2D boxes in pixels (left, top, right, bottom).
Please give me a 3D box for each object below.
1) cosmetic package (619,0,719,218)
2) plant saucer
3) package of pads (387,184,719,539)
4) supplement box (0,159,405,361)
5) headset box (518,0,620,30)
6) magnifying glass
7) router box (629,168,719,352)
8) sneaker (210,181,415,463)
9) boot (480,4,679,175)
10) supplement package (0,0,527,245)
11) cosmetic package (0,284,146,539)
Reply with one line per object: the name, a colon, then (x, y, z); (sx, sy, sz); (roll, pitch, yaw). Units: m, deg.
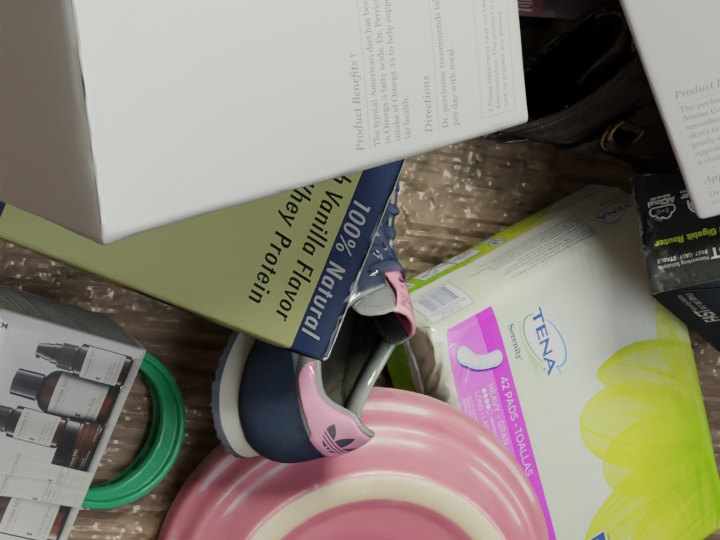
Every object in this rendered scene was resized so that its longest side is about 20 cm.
cosmetic package: (0.168, -0.129, 1.302); (0.101, 0.074, 0.201); (-15, 123, 11)
plant saucer: (-0.001, 0.157, 1.413); (0.199, 0.051, 0.202); (-5, 111, -12)
package of pads: (0.103, 0.073, 1.491); (0.154, 0.068, 0.201); (-28, 117, -25)
supplement box: (-0.088, -0.094, 1.277); (0.199, 0.134, 0.201); (22, 90, -35)
headset box: (0.111, -0.202, 1.375); (0.148, 0.075, 0.201); (0, 126, -44)
magnifying glass: (-0.164, 0.052, 1.337); (0.200, 0.022, 0.080); (26, 88, -38)
router box: (0.232, -0.013, 1.455); (0.200, 0.149, 0.062); (32, 48, -67)
sneaker: (0.000, 0.000, 1.368); (0.070, 0.082, 0.201); (41, 59, -49)
boot: (0.175, -0.096, 1.427); (0.200, 0.069, 0.174); (-33, 150, 26)
supplement package: (-0.050, -0.099, 1.146); (0.199, 0.117, 0.118); (-16, 111, -30)
cosmetic package: (-0.175, 0.109, 1.307); (0.082, 0.051, 0.201); (17, 101, -32)
